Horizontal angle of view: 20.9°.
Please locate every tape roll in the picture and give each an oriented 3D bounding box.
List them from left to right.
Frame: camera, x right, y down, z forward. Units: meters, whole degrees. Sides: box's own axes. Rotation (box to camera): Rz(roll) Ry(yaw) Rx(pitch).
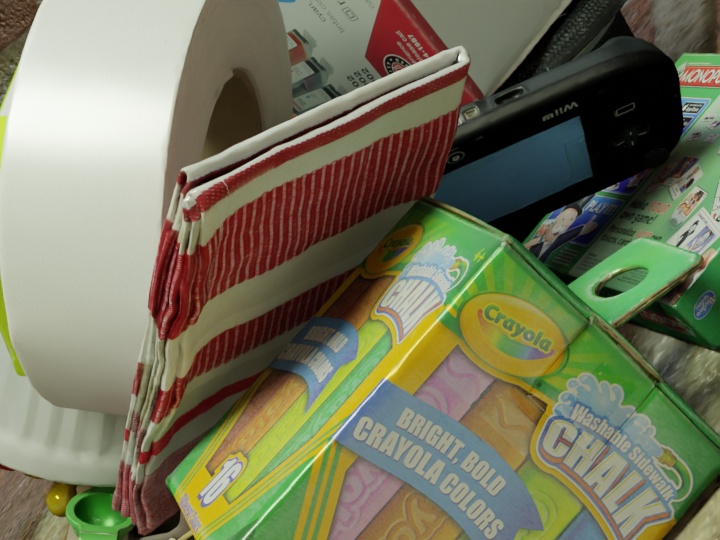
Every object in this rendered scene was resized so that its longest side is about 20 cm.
[{"bbox_3d":[-0.086,-0.037,0.841,0.070,0.204,0.203,5,36,13],"label":"tape roll"}]

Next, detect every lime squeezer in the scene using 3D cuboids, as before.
[{"bbox_3d":[-0.129,0.147,0.986,0.037,0.071,0.201,-4,63,9],"label":"lime squeezer"}]

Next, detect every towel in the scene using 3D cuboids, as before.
[{"bbox_3d":[-0.026,0.012,0.770,0.144,0.023,0.201,-28,-30,-34],"label":"towel"}]

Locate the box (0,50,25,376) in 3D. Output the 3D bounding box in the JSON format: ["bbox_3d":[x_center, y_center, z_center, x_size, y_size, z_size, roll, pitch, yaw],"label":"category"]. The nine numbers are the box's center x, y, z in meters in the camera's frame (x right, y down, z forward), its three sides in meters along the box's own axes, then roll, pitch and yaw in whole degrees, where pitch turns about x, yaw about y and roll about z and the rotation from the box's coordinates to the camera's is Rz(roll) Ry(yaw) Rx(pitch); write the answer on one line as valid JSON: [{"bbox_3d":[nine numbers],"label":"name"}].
[{"bbox_3d":[-0.128,-0.062,0.921,0.122,0.047,0.201,81,-161,-51],"label":"box"}]

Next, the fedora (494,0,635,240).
[{"bbox_3d":[0.085,-0.081,1.019,0.200,0.092,0.201,-37,18,14],"label":"fedora"}]

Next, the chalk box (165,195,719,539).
[{"bbox_3d":[0.043,0.057,0.726,0.200,0.124,0.124,-49,15,-3],"label":"chalk box"}]

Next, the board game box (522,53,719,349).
[{"bbox_3d":[0.149,-0.038,0.857,0.135,0.029,0.200,-48,15,-5],"label":"board game box"}]

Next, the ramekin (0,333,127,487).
[{"bbox_3d":[-0.138,0.010,1.032,0.201,0.199,0.098,-67,-6,-52],"label":"ramekin"}]

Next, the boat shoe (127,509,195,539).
[{"bbox_3d":[-0.061,0.109,0.937,0.072,0.059,0.200,-60,6,-32],"label":"boat shoe"}]

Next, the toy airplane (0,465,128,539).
[{"bbox_3d":[-0.147,0.100,1.149,0.200,0.199,0.141,-39,-26,2],"label":"toy airplane"}]

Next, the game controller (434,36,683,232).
[{"bbox_3d":[0.044,-0.038,0.835,0.199,0.042,0.104,-24,-16,2],"label":"game controller"}]

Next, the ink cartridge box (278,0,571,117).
[{"bbox_3d":[-0.005,-0.158,0.990,0.200,0.145,0.145,-15,31,55],"label":"ink cartridge box"}]
